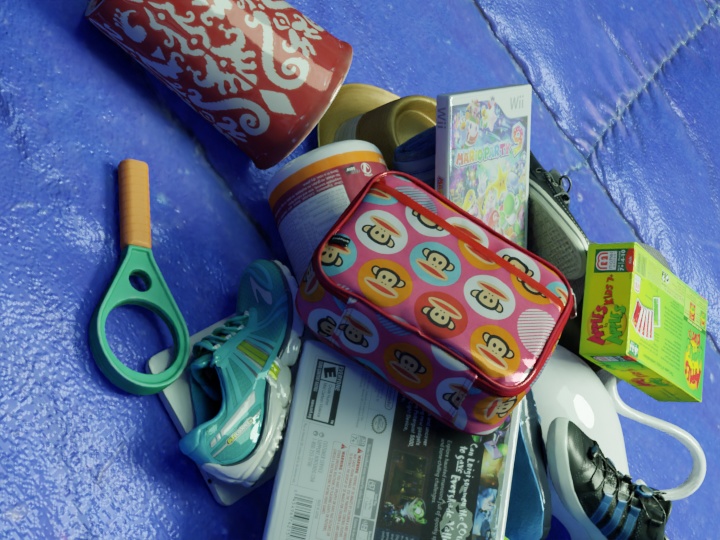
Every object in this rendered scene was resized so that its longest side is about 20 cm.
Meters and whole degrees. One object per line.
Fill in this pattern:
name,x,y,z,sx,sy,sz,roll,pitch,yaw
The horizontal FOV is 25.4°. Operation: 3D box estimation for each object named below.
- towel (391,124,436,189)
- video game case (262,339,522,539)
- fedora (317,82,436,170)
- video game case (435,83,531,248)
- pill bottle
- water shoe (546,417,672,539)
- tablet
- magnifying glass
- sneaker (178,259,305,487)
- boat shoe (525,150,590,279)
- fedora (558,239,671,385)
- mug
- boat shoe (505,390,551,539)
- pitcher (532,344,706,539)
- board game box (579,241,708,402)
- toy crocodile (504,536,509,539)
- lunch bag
towel,0.086,-0.036,1.452,0.111,0.048,0.202,-34,127,-35
video game case,0.025,0.166,1.218,0.180,0.023,0.202,15,62,-7
fedora,0.050,-0.106,1.511,0.200,0.082,0.202,25,52,-36
video game case,0.108,-0.059,1.413,0.143,0.018,0.202,-16,109,-53
pill bottle,0.000,0.000,1.365,0.109,0.109,0.201,-2,64,-47
water shoe,0.227,0.197,1.377,0.201,0.078,0.072,58,28,-26
tablet,-0.081,0.097,1.310,0.199,0.014,0.131,-28,89,-50
magnifying glass,-0.175,0.003,1.255,0.079,0.022,0.202,11,56,-30
sneaker,-0.094,0.069,1.249,0.079,0.078,0.201,24,49,-20
boat shoe,0.171,-0.064,1.515,0.062,0.075,0.200,-14,38,-19
fedora,0.215,0.033,1.574,0.090,0.177,0.199,43,12,34
mug,-0.131,-0.198,1.375,0.199,0.177,0.134,36,82,-20
boat shoe,0.117,0.140,1.372,0.069,0.083,0.202,41,41,-63
pitcher,0.211,0.156,1.472,0.171,0.121,0.201,-33,97,-10
board game box,0.266,0.052,1.482,0.200,0.047,0.103,29,65,-55
toy crocodile,0.048,0.167,1.268,0.200,0.067,0.062,51,4,6
lunch bag,0.065,0.017,1.262,0.199,0.082,0.176,32,46,5
